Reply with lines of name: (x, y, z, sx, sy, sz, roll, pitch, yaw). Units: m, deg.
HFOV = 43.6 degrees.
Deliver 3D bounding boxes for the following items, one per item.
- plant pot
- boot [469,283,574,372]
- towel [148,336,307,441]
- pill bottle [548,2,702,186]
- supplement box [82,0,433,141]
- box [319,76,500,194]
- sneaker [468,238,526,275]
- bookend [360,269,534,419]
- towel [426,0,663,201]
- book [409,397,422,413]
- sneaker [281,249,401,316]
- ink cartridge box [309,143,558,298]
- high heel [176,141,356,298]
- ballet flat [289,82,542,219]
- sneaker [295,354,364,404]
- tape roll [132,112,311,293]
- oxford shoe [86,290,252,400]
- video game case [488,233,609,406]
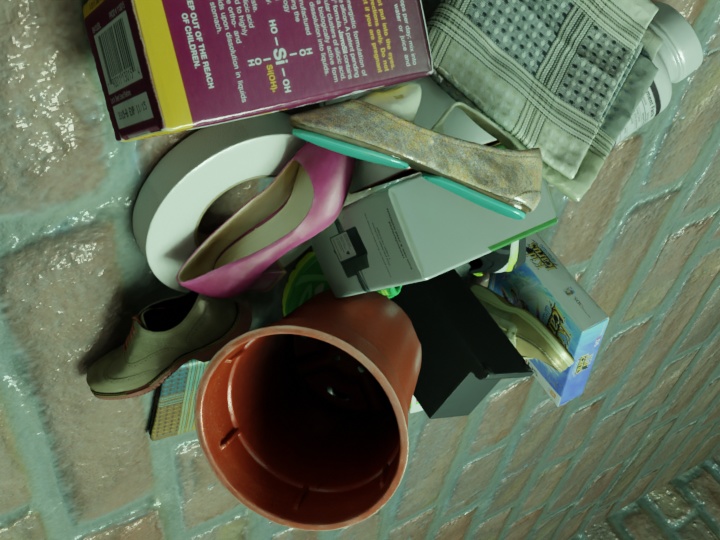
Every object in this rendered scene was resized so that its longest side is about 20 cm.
plant pot: (-0.031, 0.113, 0.882, 0.201, 0.201, 0.195, -50, 180, 23)
boot: (0.160, 0.114, 1.142, 0.155, 0.200, 0.072, -46, 128, -7)
towel: (-0.152, 0.134, 1.083, 0.200, 0.022, 0.147, -11, 140, -31)
pill bottle: (0.251, -0.188, 0.943, 0.200, 0.111, 0.111, -36, 149, 0)
supplement box: (-0.072, -0.160, 0.625, 0.200, 0.131, 0.103, -18, 101, -25)
box: (0.083, -0.150, 0.798, 0.200, 0.098, 0.124, -20, -177, -23)
sneaker: (0.149, -0.055, 1.064, 0.083, 0.072, 0.200, -16, 139, 0)
bookend: (0.070, 0.114, 1.094, 0.092, 0.200, 0.199, 4, 131, -46)
towel: (0.159, -0.188, 0.748, 0.200, 0.035, 0.193, 37, 70, -18)
book: (0.127, 0.124, 1.313, 0.133, 0.048, 0.200, -23, 145, -18)
sneaker: (0.000, 0.000, 0.983, 0.200, 0.084, 0.074, -36, 149, 3)
ink cartridge box: (0.056, -0.043, 0.816, 0.146, 0.083, 0.200, -23, -176, -23)
high heel: (-0.082, -0.053, 0.784, 0.096, 0.067, 0.200, 1, 139, -45)
ballet flat: (0.047, -0.100, 0.676, 0.200, 0.068, 0.067, 19, 91, -13)
sneaker: (-0.040, 0.157, 1.077, 0.111, 0.077, 0.200, -5, 140, 17)
tape roll: (-0.111, -0.059, 0.841, 0.202, 0.037, 0.203, -25, 147, -18)
oxford shoe: (-0.204, 0.065, 0.884, 0.200, 0.071, 0.075, -28, 131, 21)
video game case: (0.240, 0.059, 1.199, 0.045, 0.181, 0.200, -26, 148, -16)
